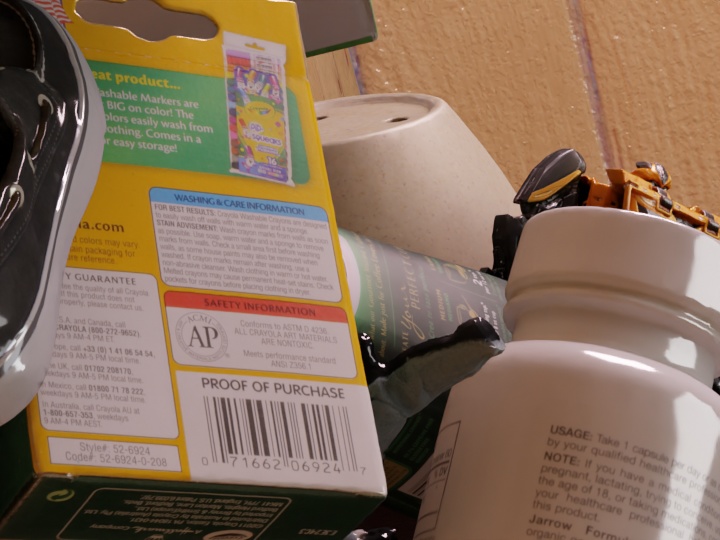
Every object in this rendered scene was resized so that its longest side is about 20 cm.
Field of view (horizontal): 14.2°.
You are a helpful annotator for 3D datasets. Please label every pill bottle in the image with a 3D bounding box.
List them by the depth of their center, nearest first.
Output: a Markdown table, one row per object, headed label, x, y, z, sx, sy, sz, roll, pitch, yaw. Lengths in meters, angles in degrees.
| label | x | y | z | sx | sy | sz | roll | pitch | yaw |
| --- | --- | --- | --- | --- | --- | --- | --- | --- | --- |
| pill bottle | 0.081 | 0.085 | 1.062 | 0.114 | 0.114 | 0.200 | 66 | 36 | -67 |

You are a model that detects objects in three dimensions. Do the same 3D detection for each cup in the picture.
| label | x | y | z | sx | sy | sz | roll | pitch | yaw |
| --- | --- | --- | --- | --- | --- | --- | --- | --- | --- |
| cup | 0.000 | 0.000 | 1.305 | 0.200 | 0.200 | 0.144 | -84 | 166 | -76 |

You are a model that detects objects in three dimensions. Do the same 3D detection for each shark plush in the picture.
| label | x | y | z | sx | sy | sz | roll | pitch | yaw |
| --- | --- | --- | --- | --- | --- | --- | --- | --- | --- |
| shark plush | -0.024 | 0.084 | 1.056 | 0.083 | 0.200 | 0.091 | 37 | 9 | -21 |

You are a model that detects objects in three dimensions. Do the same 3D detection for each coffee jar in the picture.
| label | x | y | z | sx | sy | sz | roll | pitch | yaw |
| --- | --- | --- | --- | --- | --- | --- | --- | --- | --- |
| coffee jar | -0.027 | 0.026 | 1.131 | 0.200 | 0.085 | 0.104 | 22 | 40 | -28 |

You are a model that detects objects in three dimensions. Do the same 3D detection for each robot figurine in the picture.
| label | x | y | z | sx | sy | sz | roll | pitch | yaw |
| --- | --- | --- | --- | --- | --- | --- | --- | --- | --- |
| robot figurine | 0.110 | 0.047 | 1.234 | 0.058 | 0.145 | 0.200 | -5 | -113 | 55 |

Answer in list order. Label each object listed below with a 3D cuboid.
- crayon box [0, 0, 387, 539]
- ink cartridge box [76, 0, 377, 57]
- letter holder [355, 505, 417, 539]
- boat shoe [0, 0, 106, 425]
| label | x | y | z | sx | sy | sz | roll | pitch | yaw |
| --- | --- | --- | --- | --- | --- | --- | --- | --- | --- |
| crayon box | -0.071 | -0.005 | 0.984 | 0.052 | 0.126 | 0.200 | -49 | -136 | 49 |
| ink cartridge box | -0.083 | -0.183 | 1.234 | 0.084 | 0.145 | 0.200 | 70 | 8 | -60 |
| letter holder | -0.003 | 0.188 | 1.170 | 0.200 | 0.142 | 0.101 | -99 | 174 | -45 |
| boat shoe | -0.119 | -0.033 | 0.877 | 0.200 | 0.069 | 0.057 | -94 | 169 | -51 |
